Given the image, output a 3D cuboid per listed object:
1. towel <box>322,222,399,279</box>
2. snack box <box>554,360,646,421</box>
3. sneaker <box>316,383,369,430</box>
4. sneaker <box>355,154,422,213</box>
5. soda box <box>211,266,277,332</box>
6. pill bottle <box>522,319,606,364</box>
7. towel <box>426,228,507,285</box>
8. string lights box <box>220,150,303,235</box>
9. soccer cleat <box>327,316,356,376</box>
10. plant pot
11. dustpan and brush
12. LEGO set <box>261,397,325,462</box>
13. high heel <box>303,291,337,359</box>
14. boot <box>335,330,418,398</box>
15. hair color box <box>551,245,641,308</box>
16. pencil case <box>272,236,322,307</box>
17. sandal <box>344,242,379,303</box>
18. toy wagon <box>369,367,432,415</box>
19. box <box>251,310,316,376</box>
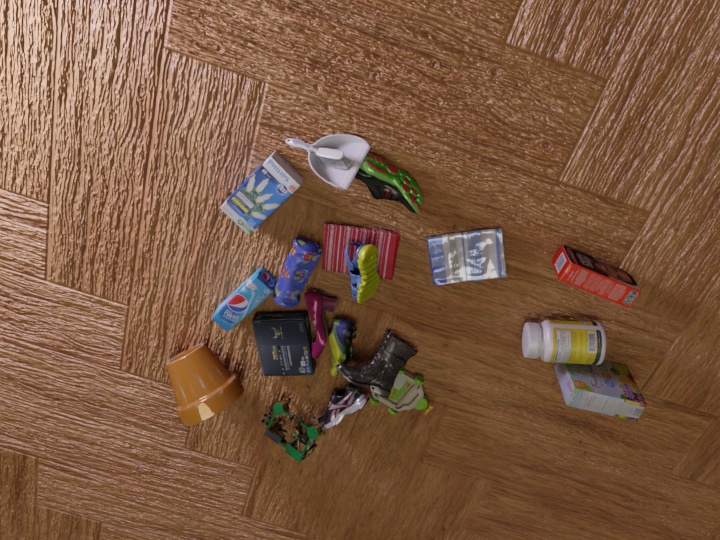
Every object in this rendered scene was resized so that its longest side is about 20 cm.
[{"bbox_3d":[-0.001,-0.051,1.592,0.198,0.023,0.146,8,121,3],"label":"towel"},{"bbox_3d":[0.649,0.313,1.639,0.198,0.169,0.068,11,118,-1],"label":"snack box"},{"bbox_3d":[-0.065,0.407,1.829,0.200,0.080,0.087,-38,86,24],"label":"sneaker"},{"bbox_3d":[0.071,-0.208,1.481,0.199,0.077,0.084,35,141,-15],"label":"sneaker"},{"bbox_3d":[-0.322,0.080,1.669,0.064,0.068,0.200,42,114,-17],"label":"soda box"},{"bbox_3d":[0.544,0.192,1.615,0.198,0.115,0.115,3,119,5],"label":"pill bottle"},{"bbox_3d":[0.280,-0.033,1.572,0.198,0.024,0.148,-6,117,9],"label":"towel"},{"bbox_3d":[-0.249,-0.195,1.517,0.200,0.059,0.103,-40,107,23],"label":"string lights box"},{"bbox_3d":[-0.064,0.218,1.733,0.083,0.065,0.202,29,127,24],"label":"soccer cleat"},{"bbox_3d":[-0.471,0.322,1.759,0.199,0.200,0.184,-25,98,18],"label":"plant pot"},{"bbox_3d":[-0.094,-0.281,1.442,0.199,0.140,0.057,18,161,30],"label":"dustpan and brush"},{"bbox_3d":[-0.196,0.487,1.861,0.199,0.116,0.155,22,100,19],"label":"LEGO set"},{"bbox_3d":[-0.134,0.153,1.690,0.095,0.067,0.202,12,105,-12],"label":"high heel"},{"bbox_3d":[0.045,0.251,1.707,0.199,0.069,0.175,26,91,-13],"label":"boot"},{"bbox_3d":[0.595,0.015,1.522,0.198,0.102,0.062,21,119,-7],"label":"hair color box"},{"bbox_3d":[-0.168,0.004,1.608,0.086,0.078,0.201,1,127,-40],"label":"pencil case"},{"bbox_3d":[0.000,0.000,1.577,0.087,0.079,0.201,33,137,32],"label":"sandal"},{"bbox_3d":[0.127,0.366,1.796,0.199,0.040,0.156,30,117,-11],"label":"toy wagon"},{"bbox_3d":[-0.220,0.214,1.741,0.156,0.051,0.202,-1,119,8],"label":"box"}]
